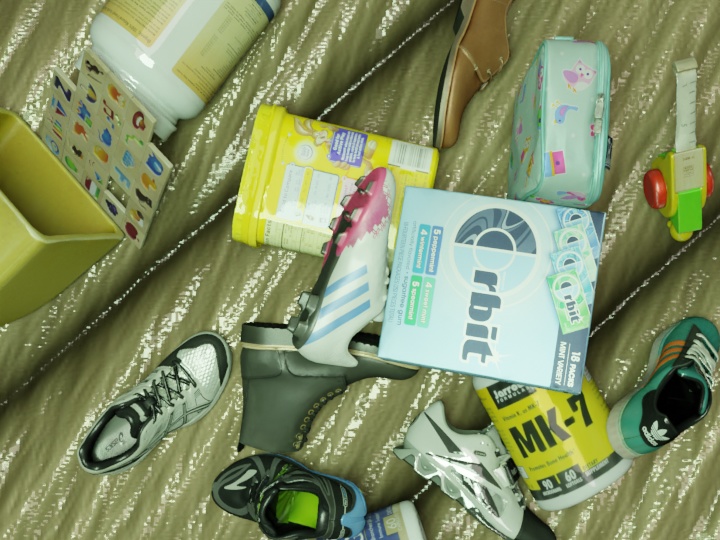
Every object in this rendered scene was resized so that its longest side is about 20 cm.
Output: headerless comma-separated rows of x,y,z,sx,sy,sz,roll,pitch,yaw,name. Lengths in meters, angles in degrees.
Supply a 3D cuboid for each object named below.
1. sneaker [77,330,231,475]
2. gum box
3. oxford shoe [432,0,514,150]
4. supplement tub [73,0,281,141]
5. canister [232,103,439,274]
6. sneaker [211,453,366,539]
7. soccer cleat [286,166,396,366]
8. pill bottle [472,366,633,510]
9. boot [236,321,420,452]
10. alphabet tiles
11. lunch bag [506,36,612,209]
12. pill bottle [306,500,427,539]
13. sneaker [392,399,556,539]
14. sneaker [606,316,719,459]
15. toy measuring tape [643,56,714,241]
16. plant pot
-0.216,0.147,0.979,0.076,0.088,0.200,44,87,5,sneaker
0.127,0.018,0.896,0.195,0.045,0.174,9,84,12,gum box
0.124,-0.222,1.001,0.070,0.071,0.204,17,86,-2,oxford shoe
-0.193,-0.254,0.973,0.144,0.144,0.201,38,88,4,supplement tub
-0.025,-0.081,0.988,0.196,0.087,0.152,13,87,1,canister
-0.085,0.231,0.944,0.197,0.082,0.073,2,85,41,sneaker
0.000,0.000,0.920,0.085,0.070,0.203,25,92,-19,soccer cleat
0.186,0.131,0.954,0.113,0.114,0.203,-29,86,0,pill bottle
-0.036,0.135,0.989,0.195,0.077,0.142,6,93,13,boot
-0.265,-0.131,0.957,0.167,0.200,0.008,47,54,5,alphabet tiles
0.198,-0.140,0.926,0.075,0.200,0.164,7,85,0,lunch bag
-0.021,0.322,0.950,0.196,0.111,0.113,-20,86,0,pill bottle
0.137,0.215,0.970,0.199,0.074,0.089,37,90,3,sneaker
0.327,0.112,0.929,0.072,0.080,0.200,50,55,-5,sneaker
0.331,-0.127,0.968,0.072,0.074,0.204,-11,115,1,toy measuring tape
-0.406,-0.034,0.953,0.200,0.195,0.195,-44,86,9,plant pot
